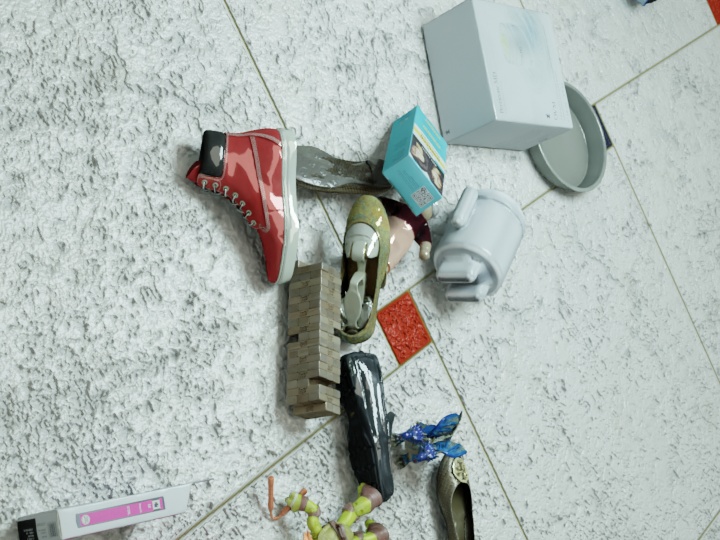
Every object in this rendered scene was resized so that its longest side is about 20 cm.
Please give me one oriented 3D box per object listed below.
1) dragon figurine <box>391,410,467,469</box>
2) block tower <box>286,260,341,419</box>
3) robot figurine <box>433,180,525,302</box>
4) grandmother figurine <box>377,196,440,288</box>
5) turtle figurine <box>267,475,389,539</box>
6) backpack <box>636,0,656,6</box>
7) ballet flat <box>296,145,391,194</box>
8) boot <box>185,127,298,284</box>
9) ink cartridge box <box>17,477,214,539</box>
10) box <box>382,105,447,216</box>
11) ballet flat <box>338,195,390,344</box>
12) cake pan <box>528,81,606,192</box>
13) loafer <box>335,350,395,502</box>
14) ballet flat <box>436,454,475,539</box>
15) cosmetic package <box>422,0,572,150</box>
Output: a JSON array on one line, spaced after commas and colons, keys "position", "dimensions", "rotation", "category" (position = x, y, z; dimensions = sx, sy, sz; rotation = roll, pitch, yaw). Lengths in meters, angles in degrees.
[{"position": [0.110, 0.232, 1.605], "dimensions": [0.198, 0.099, 0.060], "rotation": [-5, 80, -46], "category": "dragon figurine"}, {"position": [-0.060, 0.087, 1.520], "dimensions": [0.054, 0.057, 0.204], "rotation": [27, 56, -56], "category": "block tower"}, {"position": [0.181, -0.043, 1.752], "dimensions": [0.201, 0.111, 0.171], "rotation": [-60, 140, -37], "category": "robot figurine"}, {"position": [0.055, -0.060, 1.683], "dimensions": [0.122, 0.060, 0.200], "rotation": [48, 46, -1], "category": "grandmother figurine"}, {"position": [-0.035, 0.331, 1.466], "dimensions": [0.160, 0.064, 0.203], "rotation": [-23, 92, -44], "category": "turtle figurine"}, {"position": [0.586, -0.626, 2.276], "dimensions": [0.147, 0.184, 0.200], "rotation": [42, 52, 6], "category": "backpack"}, {"position": [-0.037, -0.133, 1.626], "dimensions": [0.197, 0.046, 0.069], "rotation": [1, 65, -39], "category": "ballet flat"}, {"position": [-0.154, -0.080, 1.501], "dimensions": [0.142, 0.072, 0.204], "rotation": [-4, 94, -20], "category": "boot"}, {"position": [-0.261, 0.261, 1.260], "dimensions": [0.198, 0.094, 0.038], "rotation": [-6, 80, -43], "category": "ink cartridge box"}, {"position": [0.082, -0.163, 1.687], "dimensions": [0.083, 0.049, 0.201], "rotation": [50, 22, -19], "category": "box"}, {"position": [0.000, 0.000, 1.567], "dimensions": [0.070, 0.070, 0.204], "rotation": [3, 95, -41], "category": "ballet flat"}, {"position": [0.355, -0.230, 2.025], "dimensions": [0.198, 0.036, 0.204], "rotation": [16, 66, -38], "category": "cake pan"}, {"position": [0.018, 0.207, 1.552], "dimensions": [0.069, 0.068, 0.204], "rotation": [-4, 75, -34], "category": "loafer"}, {"position": [0.142, 0.356, 1.626], "dimensions": [0.067, 0.046, 0.204], "rotation": [12, 72, -43], "category": "ballet flat"}, {"position": [0.222, -0.312, 1.874], "dimensions": [0.198, 0.122, 0.203], "rotation": [-2, 77, -41], "category": "cosmetic package"}]
